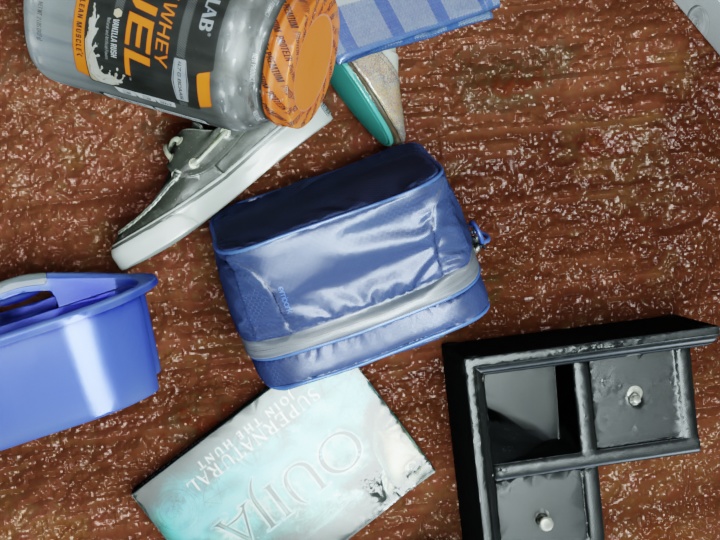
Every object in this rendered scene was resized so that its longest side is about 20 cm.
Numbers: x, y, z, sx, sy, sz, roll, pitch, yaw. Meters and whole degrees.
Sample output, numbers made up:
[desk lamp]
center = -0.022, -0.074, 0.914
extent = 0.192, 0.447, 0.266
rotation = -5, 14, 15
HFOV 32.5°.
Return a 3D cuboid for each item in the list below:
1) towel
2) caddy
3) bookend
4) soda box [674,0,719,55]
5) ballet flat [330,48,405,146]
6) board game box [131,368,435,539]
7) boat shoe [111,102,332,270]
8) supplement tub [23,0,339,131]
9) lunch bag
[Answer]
[towel]
center = 0.008, -0.263, 0.926
extent = 0.147, 0.024, 0.200
rotation = -20, 83, -19
[caddy]
center = -0.236, 0.056, 0.889
extent = 0.199, 0.141, 0.105
rotation = -18, 100, -6
[bookend]
center = 0.176, 0.147, 0.965
extent = 0.198, 0.092, 0.201
rotation = -6, 95, -6
[soda box]
center = 0.254, -0.265, 0.965
extent = 0.063, 0.068, 0.200
rotation = -43, 97, -4
[ballet flat]
center = -0.016, -0.188, 0.940
extent = 0.067, 0.068, 0.200
rotation = -42, 98, -10
[board game box]
center = -0.059, 0.165, 0.971
extent = 0.200, 0.028, 0.135
rotation = -38, 96, -3
[boat shoe]
center = -0.116, -0.079, 0.935
extent = 0.200, 0.071, 0.064
rotation = -40, 97, -11
[supplement tub]
center = -0.123, -0.171, 0.871
extent = 0.199, 0.123, 0.123
rotation = 16, 91, 14
[lunch bag]
center = 0.000, 0.000, 0.912
extent = 0.199, 0.136, 0.133
rotation = -19, 109, -1
